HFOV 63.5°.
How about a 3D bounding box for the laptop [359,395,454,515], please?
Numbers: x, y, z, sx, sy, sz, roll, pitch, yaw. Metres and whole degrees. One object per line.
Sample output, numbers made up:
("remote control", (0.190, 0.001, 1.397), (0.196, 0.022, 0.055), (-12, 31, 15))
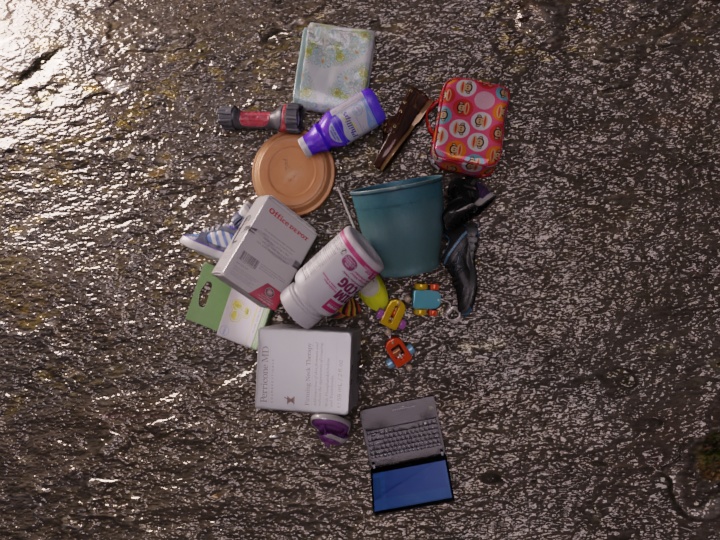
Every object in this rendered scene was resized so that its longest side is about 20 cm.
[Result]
("laptop", (0.094, 0.392, 1.246), (0.174, 0.103, 0.204), (-12, 86, 6))

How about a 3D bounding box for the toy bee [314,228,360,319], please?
("toy bee", (-0.087, 0.028, 1.284), (0.201, 0.108, 0.131), (50, 138, 15))

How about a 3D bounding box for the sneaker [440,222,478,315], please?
("sneaker", (0.216, -0.003, 1.272), (0.080, 0.073, 0.204), (1, 77, 10))

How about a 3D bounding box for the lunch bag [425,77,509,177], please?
("lunch bag", (0.225, -0.313, 1.264), (0.173, 0.082, 0.203), (12, 78, 6))

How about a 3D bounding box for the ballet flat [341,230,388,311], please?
("ballet flat", (0.000, 0.000, 1.294), (0.066, 0.067, 0.203), (-25, 85, 13))

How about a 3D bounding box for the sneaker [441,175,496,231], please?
("sneaker", (0.206, -0.148, 1.229), (0.088, 0.199, 0.076), (48, 126, 10))

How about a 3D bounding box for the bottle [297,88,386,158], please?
("bottle", (-0.044, -0.320, 1.288), (0.198, 0.065, 0.084), (-29, 116, 5))

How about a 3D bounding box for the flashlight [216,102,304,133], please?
("flashlight", (-0.229, -0.350, 1.330), (0.196, 0.068, 0.069), (5, 115, 9))

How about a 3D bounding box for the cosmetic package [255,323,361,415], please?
("cosmetic package", (-0.106, 0.206, 1.248), (0.196, 0.166, 0.171), (2, 88, 8))

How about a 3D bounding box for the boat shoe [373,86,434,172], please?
("boat shoe", (0.083, -0.316, 1.300), (0.070, 0.070, 0.201), (34, 83, 0))

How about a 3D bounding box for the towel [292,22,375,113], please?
("towel", (-0.060, -0.460, 1.335), (0.168, 0.048, 0.204), (9, 89, 8))

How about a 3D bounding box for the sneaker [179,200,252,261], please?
("sneaker", (-0.301, -0.094, 1.337), (0.197, 0.081, 0.149), (18, 81, 11))

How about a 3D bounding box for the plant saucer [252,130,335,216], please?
("plant saucer", (-0.156, -0.226, 1.343), (0.197, 0.032, 0.204), (0, 86, 7))

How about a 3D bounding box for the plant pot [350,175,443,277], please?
("plant pot", (0.089, -0.091, 1.235), (0.196, 0.200, 0.191), (-8, 101, 6))

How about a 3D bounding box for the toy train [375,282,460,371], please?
("toy train", (0.115, 0.116, 1.286), (0.199, 0.056, 0.151), (-38, 97, 0))

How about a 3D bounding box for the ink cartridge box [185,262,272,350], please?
("ink cartridge box", (-0.301, 0.079, 1.339), (0.197, 0.048, 0.148), (20, 90, 5))

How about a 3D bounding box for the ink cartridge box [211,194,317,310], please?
("ink cartridge box", (-0.204, -0.039, 1.258), (0.145, 0.084, 0.202), (38, 72, -28))

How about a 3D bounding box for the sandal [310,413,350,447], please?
("sandal", (-0.058, 0.345, 1.220), (0.081, 0.203, 0.051), (-1, 61, 5))

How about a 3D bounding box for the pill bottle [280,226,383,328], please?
("pill bottle", (-0.059, 0.018, 1.166), (0.200, 0.113, 0.114), (-41, 83, 12))

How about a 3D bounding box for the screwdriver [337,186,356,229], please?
("screwdriver", (-0.015, -0.092, 1.268), (0.028, 0.029, 0.203), (-25, 86, 21))
